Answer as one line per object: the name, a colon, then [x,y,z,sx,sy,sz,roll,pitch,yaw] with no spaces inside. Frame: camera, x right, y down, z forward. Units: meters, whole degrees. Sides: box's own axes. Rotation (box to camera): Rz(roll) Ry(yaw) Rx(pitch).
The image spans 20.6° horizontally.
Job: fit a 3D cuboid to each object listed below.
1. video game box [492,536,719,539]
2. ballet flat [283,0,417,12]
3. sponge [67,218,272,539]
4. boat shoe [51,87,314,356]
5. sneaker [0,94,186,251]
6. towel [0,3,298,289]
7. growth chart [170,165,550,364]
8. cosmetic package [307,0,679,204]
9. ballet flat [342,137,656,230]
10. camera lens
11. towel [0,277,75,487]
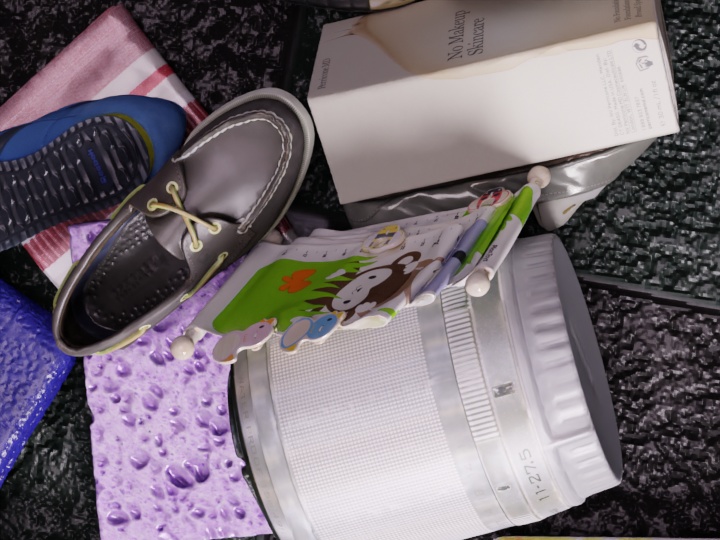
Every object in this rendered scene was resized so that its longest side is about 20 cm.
video game box: [0.167,0.238,1.110,0.198,0.047,0.184,-1,55,12]
ballet flat: [-0.051,-0.202,1.180,0.198,0.067,0.057,21,132,14]
sponge: [-0.112,0.063,1.203,0.110,0.030,0.202,-6,90,9]
boat shoe: [-0.102,-0.021,1.125,0.072,0.061,0.201,44,117,-1]
sneaker: [-0.194,-0.061,1.204,0.198,0.078,0.067,-14,107,24]
towel: [-0.142,-0.043,1.232,0.144,0.023,0.201,-39,85,8]
growth chart: [0.000,0.000,1.091,0.198,0.145,0.018,-11,116,24]
cosmetic package: [0.077,-0.111,1.132,0.198,0.104,0.074,-11,120,11]
ballet flat: [0.089,-0.049,1.168,0.198,0.068,0.064,-13,115,13]
camera lens: [0.034,0.075,1.125,0.198,0.160,0.162,-16,88,12]
towel: [-0.284,0.051,1.244,0.199,0.050,0.148,32,89,12]
